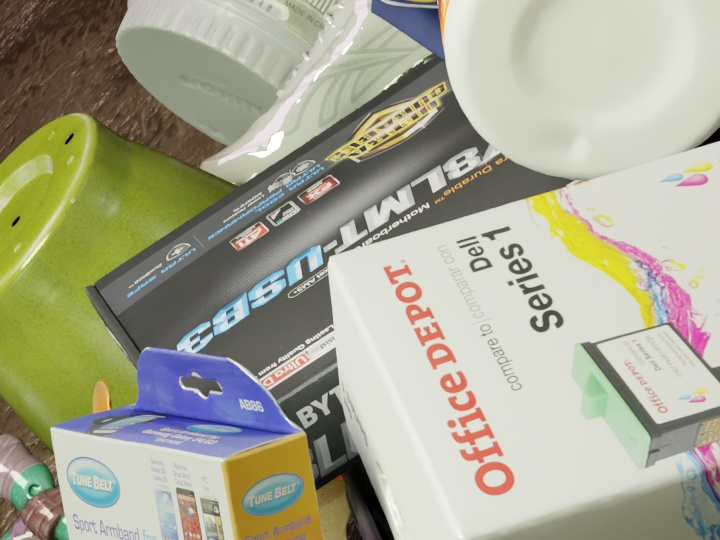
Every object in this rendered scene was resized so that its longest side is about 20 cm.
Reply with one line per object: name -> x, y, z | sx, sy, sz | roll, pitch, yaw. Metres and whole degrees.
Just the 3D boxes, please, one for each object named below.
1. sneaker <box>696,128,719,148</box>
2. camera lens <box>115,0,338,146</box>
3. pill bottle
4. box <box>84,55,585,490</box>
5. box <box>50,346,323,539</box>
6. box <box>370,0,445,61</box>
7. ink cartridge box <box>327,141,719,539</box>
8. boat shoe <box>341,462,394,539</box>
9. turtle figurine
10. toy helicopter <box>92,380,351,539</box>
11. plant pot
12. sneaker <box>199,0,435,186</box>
sneaker -> 0.146, -0.040, 0.922 | 0.071, 0.098, 0.200 | -55, 27, -11
camera lens -> -0.033, -0.181, 1.320 | 0.160, 0.160, 0.200 | -1, 55, 58
pill bottle -> 0.084, -0.129, 0.880 | 0.114, 0.114, 0.200 | -42, 24, 20
box -> 0.000, 0.000, 0.917 | 0.200, 0.050, 0.199 | -33, 24, -6
box -> -0.054, 0.129, 0.794 | 0.041, 0.200, 0.119 | -18, 12, -35
box -> 0.086, -0.116, 1.024 | 0.121, 0.200, 0.032 | -134, 49, -64
ink cartridge box -> 0.104, 0.040, 0.758 | 0.200, 0.084, 0.145 | -17, 43, -9
boat shoe -> 0.038, 0.112, 0.806 | 0.074, 0.067, 0.200 | -48, 29, -3
turtle figurine -> -0.113, 0.163, 1.076 | 0.101, 0.150, 0.200 | -30, 48, -29
toy helicopter -> -0.067, 0.128, 0.974 | 0.079, 0.132, 0.200 | 126, 158, -56
plant pot -> -0.109, 0.026, 1.144 | 0.200, 0.193, 0.200 | -39, 29, 26
sneaker -> -0.006, -0.104, 1.210 | 0.200, 0.081, 0.075 | -31, 6, 1
